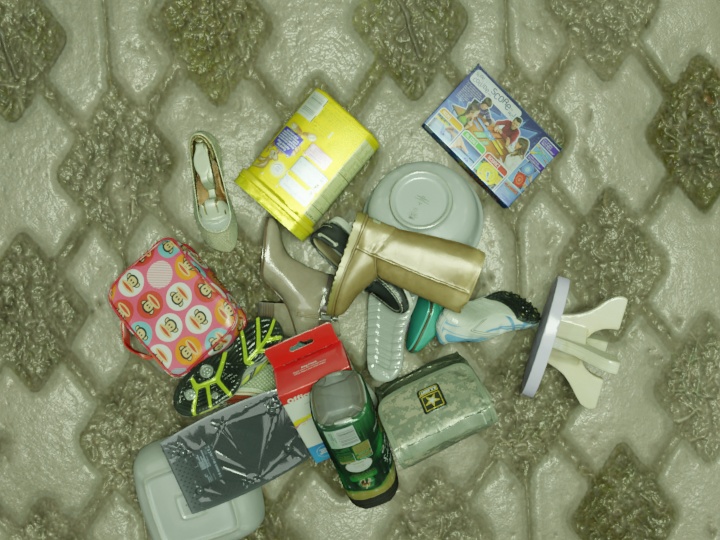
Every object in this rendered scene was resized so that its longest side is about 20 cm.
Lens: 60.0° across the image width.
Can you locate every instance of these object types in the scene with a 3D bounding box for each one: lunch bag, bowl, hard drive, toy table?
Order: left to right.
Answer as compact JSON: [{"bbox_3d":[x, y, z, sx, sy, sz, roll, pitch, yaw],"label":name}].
[{"bbox_3d":[-0.299,0.069,0.991,0.176,0.082,0.200,-42,80,-1],"label":"lunch bag"},{"bbox_3d":[-0.271,0.372,1.029,0.197,0.075,0.202,-16,95,-1],"label":"bowl"},{"bbox_3d":[-0.193,0.276,0.972,0.198,0.042,0.136,-24,96,-6],"label":"hard drive"},{"bbox_3d":[0.096,-0.094,0.980,0.198,0.090,0.204,-2,72,7],"label":"bowl"},{"bbox_3d":[0.116,0.218,0.975,0.163,0.200,0.119,-24,94,0],"label":"lunch bag"},{"bbox_3d":[0.344,0.120,1.005,0.116,0.184,0.202,16,111,12],"label":"toy table"}]

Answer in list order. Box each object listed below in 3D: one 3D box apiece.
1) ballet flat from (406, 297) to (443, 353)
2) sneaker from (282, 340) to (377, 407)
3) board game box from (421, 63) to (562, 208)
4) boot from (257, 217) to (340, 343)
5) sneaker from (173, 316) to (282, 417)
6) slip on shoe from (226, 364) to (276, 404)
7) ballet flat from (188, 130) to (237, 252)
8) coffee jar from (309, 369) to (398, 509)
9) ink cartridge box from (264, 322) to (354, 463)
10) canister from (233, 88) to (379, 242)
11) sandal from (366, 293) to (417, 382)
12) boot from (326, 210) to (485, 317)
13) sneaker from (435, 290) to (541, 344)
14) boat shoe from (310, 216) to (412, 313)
[{"bbox_3d":[0.130,0.045,1.036,0.070,0.067,0.203,11,94,-15],"label":"ballet flat"},{"bbox_3d":[-0.053,0.170,1.033,0.199,0.082,0.074,38,106,-28],"label":"sneaker"},{"bbox_3d":[0.218,-0.222,1.039,0.200,0.034,0.135,44,90,-4],"label":"board game box"},{"bbox_3d":[-0.091,0.019,1.020,0.144,0.070,0.203,5,102,0],"label":"boot"},{"bbox_3d":[-0.198,0.159,0.969,0.199,0.077,0.075,-37,70,-19],"label":"sneaker"},{"bbox_3d":[-0.160,0.198,1.035,0.198,0.075,0.062,10,136,-12],"label":"slip on shoe"},{"bbox_3d":[-0.247,-0.125,1.009,0.067,0.062,0.202,-13,94,-2],"label":"ballet flat"},{"bbox_3d":[-0.005,0.247,0.898,0.084,0.105,0.201,-18,125,0],"label":"coffee jar"},{"bbox_3d":[-0.057,0.188,0.952,0.115,0.067,0.201,-23,124,-1],"label":"ink cartridge box"},{"bbox_3d":[-0.083,-0.170,1.004,0.148,0.087,0.200,41,89,-4],"label":"canister"},{"bbox_3d":[0.050,0.083,1.041,0.082,0.050,0.205,10,77,16],"label":"sandal"},{"bbox_3d":[0.062,0.020,0.924,0.198,0.066,0.177,21,109,1],"label":"boot"},{"bbox_3d":[0.210,0.082,1.030,0.198,0.073,0.072,-3,49,-26],"label":"sneaker"},{"bbox_3d":[0.000,0.000,0.996,0.060,0.074,0.200,-35,78,-30],"label":"boat shoe"}]
